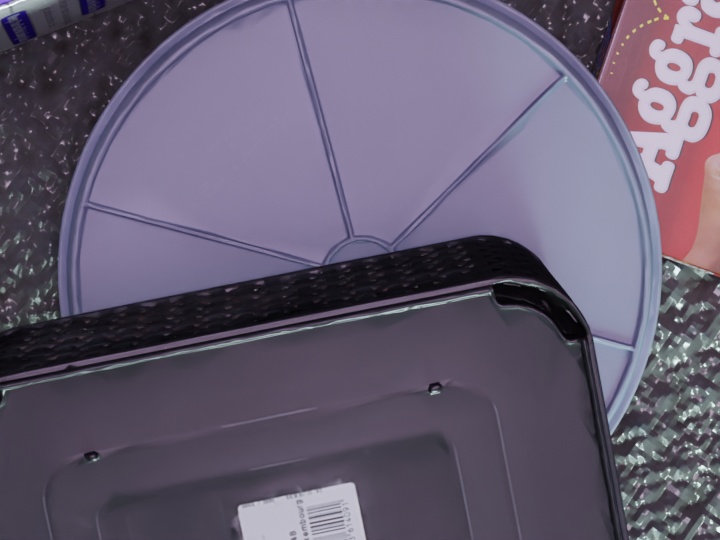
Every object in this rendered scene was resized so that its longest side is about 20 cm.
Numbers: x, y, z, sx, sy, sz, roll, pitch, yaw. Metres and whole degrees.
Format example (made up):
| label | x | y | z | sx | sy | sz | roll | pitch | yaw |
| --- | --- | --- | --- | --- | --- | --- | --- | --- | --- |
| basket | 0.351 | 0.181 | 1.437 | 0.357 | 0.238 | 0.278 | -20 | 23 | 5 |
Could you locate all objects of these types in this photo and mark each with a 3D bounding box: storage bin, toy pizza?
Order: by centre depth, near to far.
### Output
| label | x | y | z | sx | sy | sz | roll | pitch | yaw |
| --- | --- | --- | --- | --- | --- | --- | --- | --- | --- |
| storage bin | -0.023 | 0.076 | 0.775 | 0.199 | 0.094 | 0.136 | -11 | 99 | 0 |
| toy pizza | 0.000 | 0.000 | 0.828 | 0.200 | 0.032 | 0.201 | 0 | 98 | -3 |

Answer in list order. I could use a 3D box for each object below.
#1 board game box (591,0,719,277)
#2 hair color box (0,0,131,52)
| label | x | y | z | sx | sy | sz | roll | pitch | yaw |
| --- | --- | --- | --- | --- | --- | --- | --- | --- | --- |
| board game box | 0.143 | -0.097 | 0.851 | 0.103 | 0.019 | 0.200 | 19 | 89 | -4 |
| hair color box | -0.127 | -0.100 | 0.780 | 0.200 | 0.109 | 0.065 | -21 | 91 | -5 |
